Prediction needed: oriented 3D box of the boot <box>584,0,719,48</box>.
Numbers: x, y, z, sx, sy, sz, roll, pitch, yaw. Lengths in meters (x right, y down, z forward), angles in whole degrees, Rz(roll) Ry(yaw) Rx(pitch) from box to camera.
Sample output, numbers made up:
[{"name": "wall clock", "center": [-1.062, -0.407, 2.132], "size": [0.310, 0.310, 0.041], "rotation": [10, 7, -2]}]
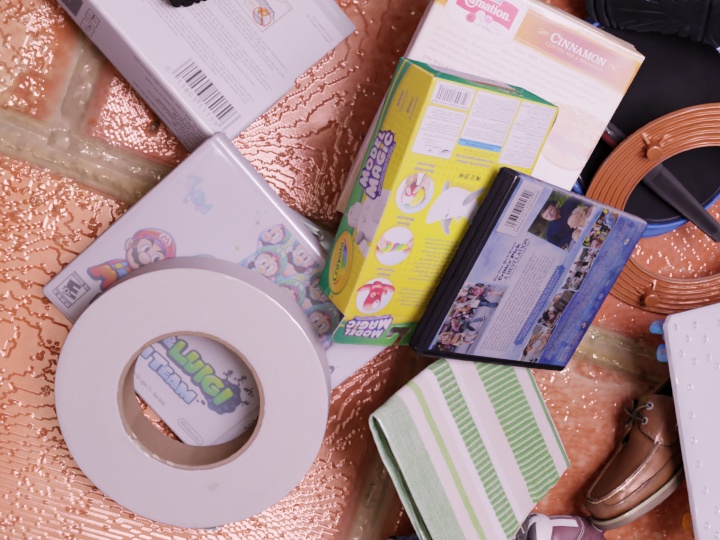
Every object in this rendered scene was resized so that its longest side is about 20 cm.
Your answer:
[{"name": "boot", "center": [0.287, -0.267, 0.822], "size": [0.198, 0.073, 0.163], "rotation": [15, 71, 22]}]

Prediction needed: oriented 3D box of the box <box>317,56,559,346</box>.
[{"name": "box", "center": [0.049, -0.038, 0.709], "size": [0.117, 0.048, 0.201], "rotation": [6, 113, -35]}]

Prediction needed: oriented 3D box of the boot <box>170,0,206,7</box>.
[{"name": "boot", "center": [-0.092, -0.300, 0.755], "size": [0.211, 0.079, 0.158], "rotation": [-28, 90, -34]}]

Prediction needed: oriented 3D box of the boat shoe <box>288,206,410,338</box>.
[{"name": "boat shoe", "center": [-0.001, 0.000, 0.793], "size": [0.200, 0.070, 0.072], "rotation": [25, 90, -10]}]

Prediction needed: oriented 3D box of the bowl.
[{"name": "bowl", "center": [0.242, -0.128, 0.875], "size": [0.200, 0.039, 0.201], "rotation": [0, 90, -14]}]

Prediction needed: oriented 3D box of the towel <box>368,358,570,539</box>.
[{"name": "towel", "center": [0.088, 0.132, 0.767], "size": [0.200, 0.023, 0.153], "rotation": [-33, 102, -50]}]

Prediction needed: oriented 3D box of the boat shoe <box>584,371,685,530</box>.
[{"name": "boat shoe", "center": [0.251, 0.133, 0.860], "size": [0.200, 0.072, 0.068], "rotation": [-38, 99, -25]}]

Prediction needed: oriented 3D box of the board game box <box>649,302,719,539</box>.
[{"name": "board game box", "center": [0.331, 0.119, 0.846], "size": [0.199, 0.026, 0.201], "rotation": [-10, 92, -30]}]

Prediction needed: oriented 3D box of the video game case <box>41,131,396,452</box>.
[{"name": "video game case", "center": [-0.105, 0.030, 0.756], "size": [0.182, 0.024, 0.200], "rotation": [-39, 99, 13]}]

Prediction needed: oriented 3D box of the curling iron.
[{"name": "curling iron", "center": [0.226, -0.080, 0.839], "size": [0.200, 0.026, 0.050], "rotation": [31, 103, -17]}]

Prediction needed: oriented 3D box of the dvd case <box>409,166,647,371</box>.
[{"name": "dvd case", "center": [0.131, 0.007, 0.761], "size": [0.200, 0.018, 0.143], "rotation": [11, 111, -49]}]

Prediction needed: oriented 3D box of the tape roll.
[{"name": "tape roll", "center": [-0.121, 0.091, 0.742], "size": [0.202, 0.037, 0.204], "rotation": [1, 106, 2]}]

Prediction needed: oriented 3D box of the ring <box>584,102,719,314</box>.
[{"name": "ring", "center": [0.280, -0.042, 0.834], "size": [0.200, 0.019, 0.201], "rotation": [0, 125, 0]}]

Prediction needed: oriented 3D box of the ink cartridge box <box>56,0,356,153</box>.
[{"name": "ink cartridge box", "center": [-0.125, -0.210, 0.780], "size": [0.200, 0.044, 0.174], "rotation": [49, 56, -9]}]

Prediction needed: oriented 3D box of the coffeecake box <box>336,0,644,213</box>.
[{"name": "coffeecake box", "center": [0.093, -0.110, 0.770], "size": [0.153, 0.073, 0.200], "rotation": [25, 110, -6]}]

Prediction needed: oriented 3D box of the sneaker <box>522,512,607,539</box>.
[{"name": "sneaker", "center": [0.189, 0.298, 0.840], "size": [0.115, 0.076, 0.201], "rotation": [-3, 89, -18]}]

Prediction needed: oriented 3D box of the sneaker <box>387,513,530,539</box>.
[{"name": "sneaker", "center": [0.057, 0.215, 0.802], "size": [0.200, 0.090, 0.079], "rotation": [-44, 114, -32]}]
